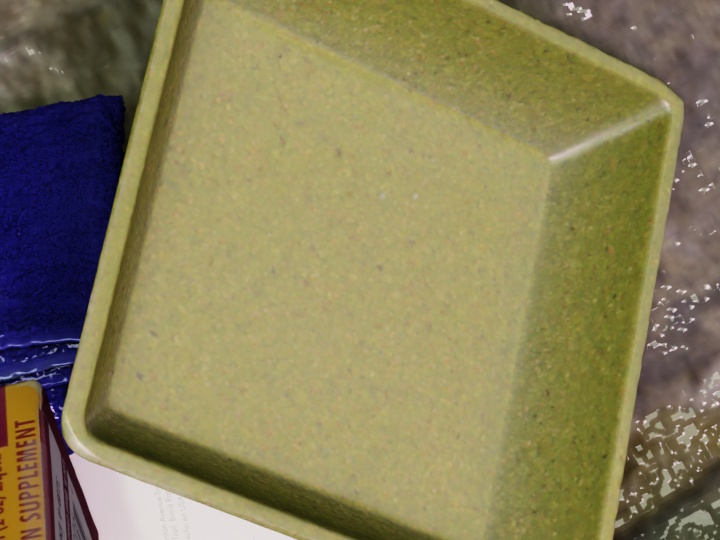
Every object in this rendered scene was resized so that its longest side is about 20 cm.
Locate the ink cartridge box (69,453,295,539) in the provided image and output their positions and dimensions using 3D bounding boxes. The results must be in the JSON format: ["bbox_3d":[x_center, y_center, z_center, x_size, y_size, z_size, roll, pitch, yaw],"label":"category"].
[{"bbox_3d":[-0.102,0.108,0.992,0.200,0.067,0.117,-10,88,2],"label":"ink cartridge box"}]

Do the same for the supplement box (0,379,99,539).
[{"bbox_3d":[-0.180,0.118,0.894,0.200,0.110,0.086,-12,132,1],"label":"supplement box"}]

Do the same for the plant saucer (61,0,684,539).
[{"bbox_3d":[0.000,0.000,0.948,0.200,0.048,0.200,24,65,-27],"label":"plant saucer"}]

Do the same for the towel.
[{"bbox_3d":[-0.169,0.011,0.973,0.200,0.050,0.148,-12,51,1],"label":"towel"}]
